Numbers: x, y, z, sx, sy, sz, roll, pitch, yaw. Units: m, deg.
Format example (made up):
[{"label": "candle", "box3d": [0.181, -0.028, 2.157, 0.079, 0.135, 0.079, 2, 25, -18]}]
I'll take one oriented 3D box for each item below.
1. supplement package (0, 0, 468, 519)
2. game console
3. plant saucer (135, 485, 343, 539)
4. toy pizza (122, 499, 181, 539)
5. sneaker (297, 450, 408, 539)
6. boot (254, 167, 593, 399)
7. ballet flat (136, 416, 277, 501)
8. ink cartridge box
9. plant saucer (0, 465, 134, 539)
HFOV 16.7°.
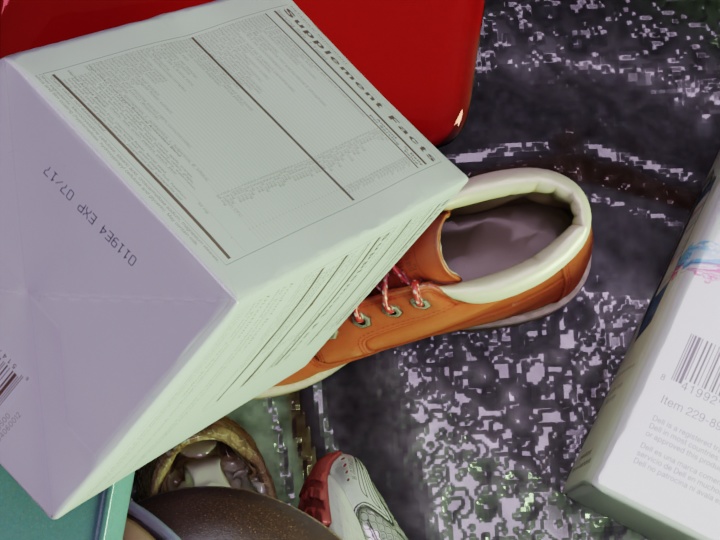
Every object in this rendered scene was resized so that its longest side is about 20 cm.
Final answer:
[{"label": "supplement package", "box3d": [-0.065, -0.014, 0.865, 0.114, 0.200, 0.110, 46, 116, 9]}, {"label": "game console", "box3d": [-0.047, -0.157, 1.011, 0.199, 0.119, 0.173, 8, 37, -7]}, {"label": "plant saucer", "box3d": [-0.062, 0.185, 0.938, 0.199, 0.032, 0.202, 0, 90, 31]}, {"label": "toy pizza", "box3d": [-0.124, 0.180, 0.937, 0.199, 0.032, 0.202, 0, 89, 31]}, {"label": "sneaker", "box3d": [0.042, 0.157, 0.989, 0.082, 0.078, 0.201, -34, 91, -15]}, {"label": "boot", "box3d": [0.000, 0.000, 0.992, 0.199, 0.107, 0.076, -15, 84, -4]}, {"label": "ballet flat", "box3d": [-0.050, 0.152, 0.981, 0.070, 0.065, 0.201, -16, 82, -8]}, {"label": "ink cartridge box", "box3d": [0.192, 0.032, 1.006, 0.145, 0.088, 0.201, 25, 81, 1]}, {"label": "plant saucer", "box3d": [-0.127, 0.128, 0.895, 0.069, 0.019, 0.201, 10, 91, -3]}]
